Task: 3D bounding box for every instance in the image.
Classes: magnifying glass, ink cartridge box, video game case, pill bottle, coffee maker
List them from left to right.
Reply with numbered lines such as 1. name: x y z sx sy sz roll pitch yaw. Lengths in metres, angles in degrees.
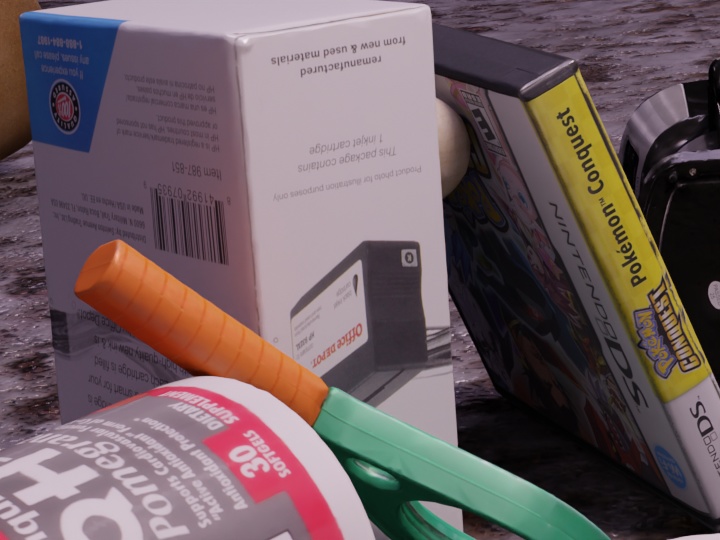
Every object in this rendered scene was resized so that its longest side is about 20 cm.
1. pill bottle: -0.095 0.106 0.571 0.110 0.111 0.200 7 19 41
2. ink cartridge box: -0.042 0.008 0.753 0.084 0.201 0.145 -13 16 -35
3. magnifying glass: 0.000 0.053 0.660 0.200 0.022 0.080 34 -23 -21
4. video game case: 0.064 -0.007 0.820 0.025 0.181 0.200 -31 20 -12
5. coffee maker: 0.209 -0.018 0.955 0.192 0.135 0.200 19 17 1

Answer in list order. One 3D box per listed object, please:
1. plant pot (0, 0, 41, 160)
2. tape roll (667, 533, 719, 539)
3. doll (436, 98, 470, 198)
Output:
1. plant pot: -0.332 -0.113 1.434 0.186 0.187 0.200 2 30 27
2. tape roll: 0.103 0.127 0.495 0.202 0.071 0.202 -5 15 1
3. doll: 0.000 0.000 0.825 0.048 0.137 0.200 2 -31 -18
